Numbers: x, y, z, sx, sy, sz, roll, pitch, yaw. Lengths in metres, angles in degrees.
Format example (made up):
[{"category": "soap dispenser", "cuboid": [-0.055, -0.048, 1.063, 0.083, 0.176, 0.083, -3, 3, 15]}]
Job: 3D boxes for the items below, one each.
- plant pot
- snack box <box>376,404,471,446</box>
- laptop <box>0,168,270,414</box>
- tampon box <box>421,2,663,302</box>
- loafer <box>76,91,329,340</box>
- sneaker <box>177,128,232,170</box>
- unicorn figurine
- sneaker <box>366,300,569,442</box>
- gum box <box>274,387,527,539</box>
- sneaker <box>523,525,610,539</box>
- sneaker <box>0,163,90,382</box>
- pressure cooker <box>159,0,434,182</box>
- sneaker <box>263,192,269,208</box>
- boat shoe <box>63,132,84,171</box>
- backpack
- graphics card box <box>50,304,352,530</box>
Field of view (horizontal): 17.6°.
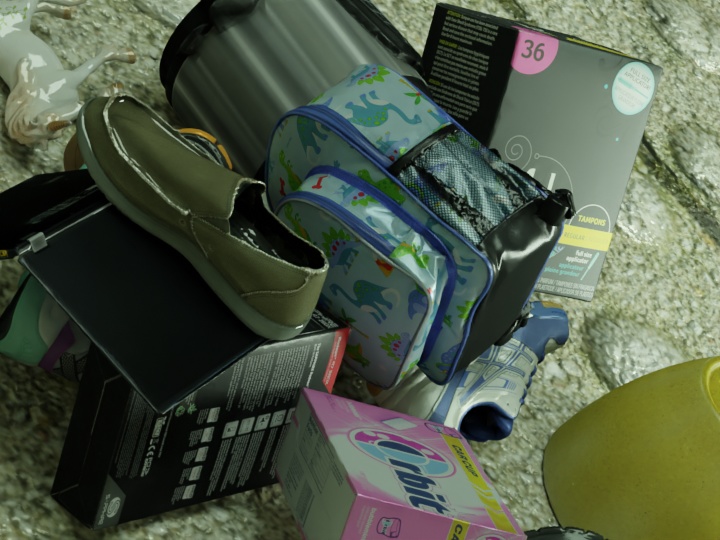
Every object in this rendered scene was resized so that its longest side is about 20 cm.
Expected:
[{"category": "plant pot", "cuboid": [0.261, 0.148, 1.788, 0.200, 0.142, 0.200, 23, 37, -19]}, {"category": "snack box", "cuboid": [0.049, 0.083, 1.778, 0.072, 0.024, 0.200, 25, 36, -17]}, {"category": "laptop", "cuboid": [-0.172, 0.009, 1.502, 0.187, 0.200, 0.116, -34, 115, -55]}, {"category": "tampon box", "cuboid": [0.125, -0.095, 1.866, 0.150, 0.200, 0.126, 9, 11, -33]}, {"category": "loafer", "cuboid": [-0.094, -0.047, 1.481, 0.200, 0.070, 0.075, 43, 35, -2]}, {"category": "sneaker", "cuboid": [-0.102, -0.004, 1.647, 0.077, 0.078, 0.200, -43, 109, -87]}, {"category": "unicorn figurine", "cuboid": [-0.239, -0.153, 1.768, 0.200, 0.074, 0.137, 38, 42, 27]}, {"category": "sneaker", "cuboid": [0.093, 0.086, 1.739, 0.200, 0.075, 0.088, -21, 72, -41]}, {"category": "gum box", "cuboid": [0.020, 0.147, 1.504, 0.113, 0.066, 0.200, 15, 14, -16]}, {"category": "sneaker", "cuboid": [0.106, 0.224, 1.637, 0.200, 0.076, 0.091, 13, 47, -17]}, {"category": "sneaker", "cuboid": [-0.166, 0.016, 1.630, 0.140, 0.078, 0.200, 31, 44, -13]}, {"category": "pressure cooker", "cuboid": [-0.059, -0.149, 1.819, 0.179, 0.176, 0.200, -16, 59, -41]}, {"category": "sneaker", "cuboid": [0.000, 0.000, 1.750, 0.200, 0.080, 0.076, 24, 67, -16]}, {"category": "boat shoe", "cuboid": [-0.134, -0.033, 1.725, 0.200, 0.072, 0.072, 38, 4, 4]}, {"category": "backpack", "cuboid": [0.019, -0.033, 1.618, 0.147, 0.183, 0.200, -35, 70, -29]}, {"category": "graphics card box", "cuboid": [-0.103, 0.092, 1.541, 0.051, 0.126, 0.200, 35, 29, 33]}]
